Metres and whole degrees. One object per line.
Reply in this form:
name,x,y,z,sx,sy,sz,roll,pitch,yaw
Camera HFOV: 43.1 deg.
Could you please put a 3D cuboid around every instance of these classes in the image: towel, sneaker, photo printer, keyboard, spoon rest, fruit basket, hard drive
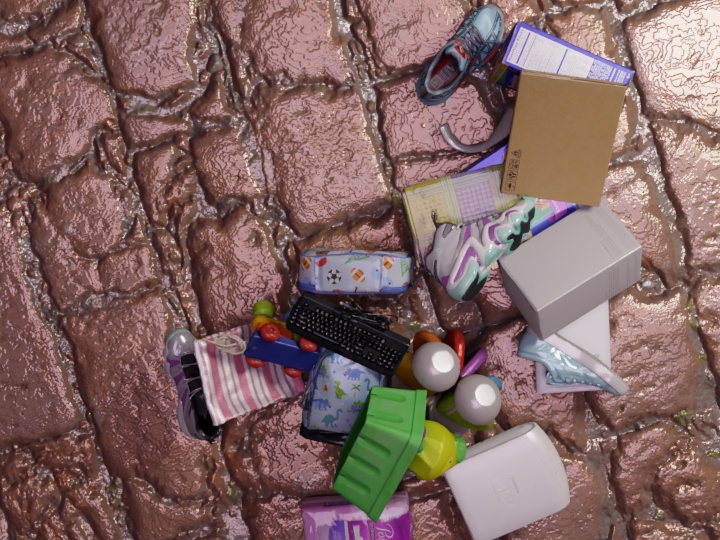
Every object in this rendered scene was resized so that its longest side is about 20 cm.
towel,0.172,-0.091,1.509,0.198,0.023,0.145,-15,95,7
sneaker,0.173,-0.357,1.515,0.079,0.096,0.201,38,97,-2
photo printer,0.260,0.371,1.604,0.198,0.069,0.168,-24,95,5
keyboard,-0.018,0.098,1.470,0.198,0.040,0.105,24,111,-4
spoon rest,0.236,-0.240,1.527,0.198,0.099,0.061,-11,106,24
sneaker,-0.275,0.203,1.575,0.077,0.139,0.202,-19,103,-29
fruit basket,0.077,0.300,1.484,0.213,0.156,0.218,4,121,7
hard drive,0.367,0.110,1.591,0.130,0.026,0.202,-4,96,3
towel,-0.187,0.166,1.556,0.030,0.199,0.148,-17,88,46
sneaker,0.174,-0.063,1.457,0.140,0.078,0.200,37,77,28
sneaker,0.356,0.169,1.553,0.199,0.074,0.082,33,99,10

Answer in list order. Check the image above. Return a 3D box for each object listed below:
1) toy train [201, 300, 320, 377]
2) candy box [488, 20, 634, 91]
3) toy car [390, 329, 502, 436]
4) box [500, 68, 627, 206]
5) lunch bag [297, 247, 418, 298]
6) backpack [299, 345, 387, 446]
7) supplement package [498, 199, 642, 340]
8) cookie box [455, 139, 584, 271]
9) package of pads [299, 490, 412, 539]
toy train,-0.168,0.096,1.534,0.198,0.116,0.085,17,128,-21
candy box,0.319,-0.316,1.475,0.198,0.169,0.078,24,94,1
toy car,0.159,0.182,1.561,0.199,0.175,0.150,38,60,-1
box,0.313,-0.203,1.422,0.162,0.021,0.202,9,119,6
lunch bag,0.000,0.000,1.535,0.198,0.160,0.077,3,94,9
backpack,-0.022,0.202,1.575,0.161,0.154,0.202,9,85,6
supplement package,0.345,-0.002,1.499,0.199,0.122,0.120,-31,59,-3
cookie box,0.260,-0.125,1.546,0.199,0.075,0.172,-33,94,7
package of pads,-0.006,0.465,1.626,0.198,0.076,0.122,-5,99,4
